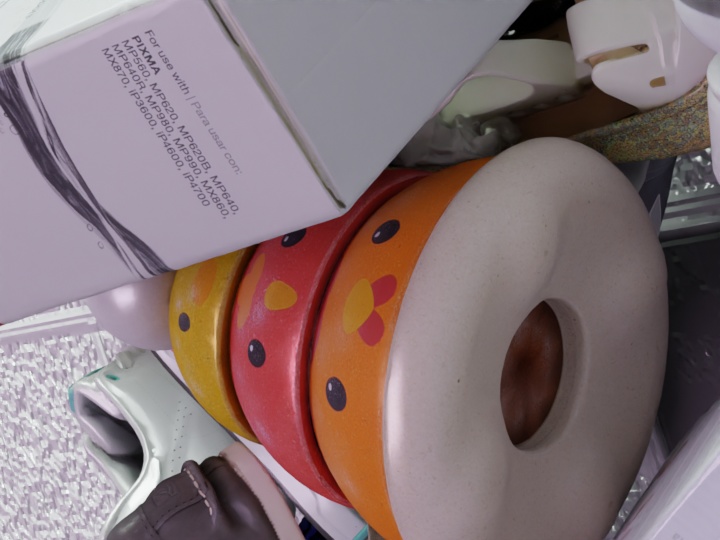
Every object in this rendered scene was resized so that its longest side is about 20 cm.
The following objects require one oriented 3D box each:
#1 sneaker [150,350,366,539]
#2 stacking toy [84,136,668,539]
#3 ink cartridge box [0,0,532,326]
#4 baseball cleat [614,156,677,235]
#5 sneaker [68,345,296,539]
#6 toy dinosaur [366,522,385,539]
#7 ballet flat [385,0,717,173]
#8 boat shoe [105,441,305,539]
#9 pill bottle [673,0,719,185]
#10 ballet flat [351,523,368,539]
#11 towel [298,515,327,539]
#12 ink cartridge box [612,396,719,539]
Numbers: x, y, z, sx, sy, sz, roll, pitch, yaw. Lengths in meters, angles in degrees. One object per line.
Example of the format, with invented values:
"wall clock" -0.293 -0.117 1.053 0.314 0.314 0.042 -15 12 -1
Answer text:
"sneaker" 0.017 0.034 1.117 0.200 0.084 0.121 43 122 -7
"stacking toy" -0.013 0.020 0.941 0.200 0.146 0.146 10 118 35
"ink cartridge box" -0.059 -0.065 0.898 0.200 0.144 0.084 -18 113 42
"baseball cleat" 0.075 0.002 1.018 0.070 0.106 0.200 28 101 32
"sneaker" -0.078 0.047 1.193 0.200 0.088 0.075 -99 20 -52
"toy dinosaur" 0.000 0.000 1.028 0.047 0.088 0.200 -24 48 60
"ballet flat" 0.068 -0.067 0.922 0.200 0.071 0.071 -15 96 35
"boat shoe" -0.025 0.150 0.976 0.200 0.057 0.067 66 169 -23
"pill bottle" 0.140 -0.121 0.804 0.114 0.114 0.200 22 126 49
"ballet flat" -0.003 0.142 1.072 0.074 0.200 0.074 47 -174 -6
"towel" -0.017 0.195 1.199 0.200 0.049 0.148 103 175 -69
"ink cartridge box" 0.116 0.066 0.856 0.047 0.160 0.200 37 123 5
